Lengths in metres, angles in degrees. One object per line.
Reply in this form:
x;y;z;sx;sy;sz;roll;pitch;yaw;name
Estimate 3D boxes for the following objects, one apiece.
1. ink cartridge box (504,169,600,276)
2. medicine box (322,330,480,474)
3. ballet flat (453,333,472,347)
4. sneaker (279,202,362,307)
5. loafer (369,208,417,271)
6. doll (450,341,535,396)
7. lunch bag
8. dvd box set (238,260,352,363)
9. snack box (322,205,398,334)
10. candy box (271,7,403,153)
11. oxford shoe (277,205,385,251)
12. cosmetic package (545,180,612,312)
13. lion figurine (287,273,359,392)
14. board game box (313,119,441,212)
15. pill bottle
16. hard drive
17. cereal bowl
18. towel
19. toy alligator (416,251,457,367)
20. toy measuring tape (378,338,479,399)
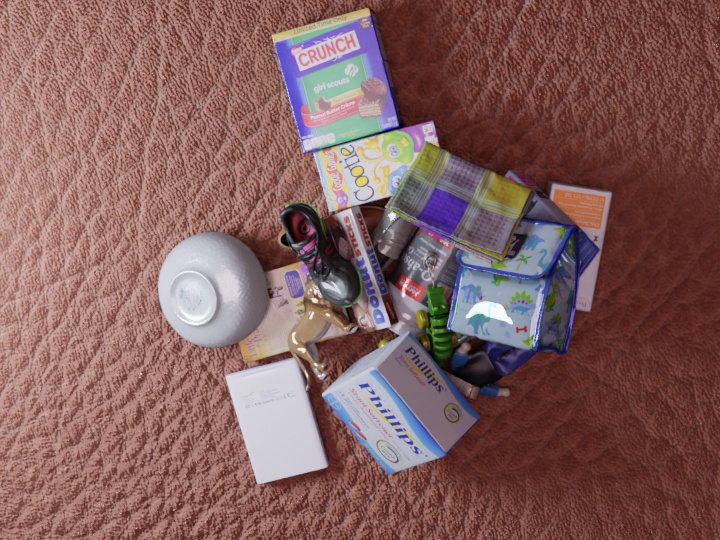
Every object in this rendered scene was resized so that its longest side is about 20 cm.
0.279;-0.055;1.620;0.200;0.042;0.119;48;121;27;ink cartridge box
0.063;0.221;1.655;0.182;0.200;0.103;50;58;-2;medicine box
0.203;0.071;1.692;0.072;0.072;0.200;41;109;-1;ballet flat
-0.071;-0.022;1.612;0.077;0.084;0.200;-41;73;17;sneaker
0.051;-0.049;1.659;0.070;0.070;0.200;13;132;-36;loafer
0.219;0.162;1.710;0.200;0.048;0.137;-32;116;9;doll
0.241;0.016;1.556;0.170;0.127;0.200;13;91;39;lunch bag
-0.126;0.065;1.740;0.200;0.029;0.147;-17;95;7;dvd box set
0.000;0.000;1.637;0.072;0.024;0.200;-18;91;45;snack box
-0.035;-0.312;1.659;0.169;0.077;0.200;-15;95;8;candy box
-0.042;-0.063;1.697;0.200;0.071;0.071;-13;94;5;oxford shoe
0.344;-0.041;1.662;0.101;0.071;0.200;8;99;4;cosmetic package
-0.076;0.094;1.690;0.122;0.072;0.200;39;104;15;lion figurine
0.037;-0.171;1.657;0.200;0.103;0.105;-15;96;7;board game box
0.114;0.012;1.668;0.116;0.116;0.200;30;99;1;pill bottle
-0.145;0.264;1.772;0.132;0.025;0.200;-15;96;7;hard drive
-0.260;0.039;1.696;0.200;0.083;0.200;5;104;22;cereal bowl
0.157;-0.108;1.551;0.200;0.023;0.144;27;69;12;towel
0.124;0.071;1.598;0.059;0.054;0.200;-11;111;-12;toy alligator
0.120;0.162;1.697;0.200;0.074;0.074;24;100;26;toy measuring tape
